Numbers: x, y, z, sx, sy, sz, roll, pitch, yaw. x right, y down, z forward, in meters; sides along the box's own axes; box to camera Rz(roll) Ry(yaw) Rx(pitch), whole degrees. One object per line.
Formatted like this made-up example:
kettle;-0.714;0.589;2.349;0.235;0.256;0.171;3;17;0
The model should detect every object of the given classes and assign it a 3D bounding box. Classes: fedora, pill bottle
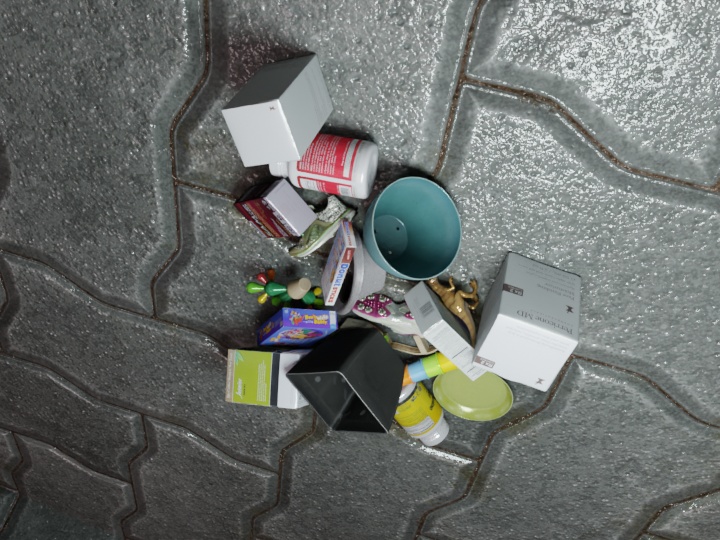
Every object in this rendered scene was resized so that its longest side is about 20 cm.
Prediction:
fedora;0.000;0.000;1.456;0.090;0.177;0.200;0;135;-19
pill bottle;0.142;0.357;1.710;0.112;0.113;0.200;-22;119;33
pill bottle;-0.073;-0.212;1.311;0.199;0.112;0.113;12;131;10

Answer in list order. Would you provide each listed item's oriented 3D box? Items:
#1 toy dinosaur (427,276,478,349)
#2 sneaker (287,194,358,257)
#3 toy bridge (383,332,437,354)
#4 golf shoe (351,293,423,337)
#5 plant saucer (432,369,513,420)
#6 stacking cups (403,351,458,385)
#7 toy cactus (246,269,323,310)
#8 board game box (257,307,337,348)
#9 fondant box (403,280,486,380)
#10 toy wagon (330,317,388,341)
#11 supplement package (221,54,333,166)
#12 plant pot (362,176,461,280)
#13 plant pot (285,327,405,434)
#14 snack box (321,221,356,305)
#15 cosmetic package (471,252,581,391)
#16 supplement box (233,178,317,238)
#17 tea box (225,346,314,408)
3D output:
toy dinosaur;0.218;0.078;1.447;0.200;0.106;0.060;53;157;21
sneaker;-0.096;-0.102;1.452;0.200;0.077;0.089;-33;99;32
toy bridge;0.149;0.173;1.610;0.199;0.027;0.067;-9;125;26
golf shoe;0.072;0.113;1.559;0.199;0.075;0.092;11;135;12
plant saucer;0.283;0.301;1.668;0.199;0.031;0.200;10;131;11
stacking cups;0.141;0.244;1.619;0.199;0.061;0.061;-22;119;16
toy cactus;-0.160;0.046;1.560;0.200;0.103;0.165;27;152;-22
board game box;-0.157;0.142;1.603;0.134;0.045;0.200;6;159;-25
fondant box;0.188;0.131;1.438;0.058;0.144;0.200;-39;125;11
toy wagon;0.015;0.203;1.658;0.155;0.040;0.200;9;135;34
supplement package;-0.145;-0.293;1.210;0.117;0.200;0.117;-3;127;22
plant pot;0.084;-0.075;1.339;0.200;0.200;0.135;41;160;-15
plant pot;-0.014;0.244;1.543;0.200;0.178;0.200;-13;121;46
snack box;-0.049;-0.013;1.420;0.024;0.072;0.200;2;141;-17
cosmetic package;0.342;0.104;1.367;0.164;0.200;0.165;19;132;3
supplement box;-0.184;-0.127;1.396;0.109;0.061;0.200;49;160;-21
tea box;-0.206;0.263;1.676;0.196;0.200;0.134;3;87;20
